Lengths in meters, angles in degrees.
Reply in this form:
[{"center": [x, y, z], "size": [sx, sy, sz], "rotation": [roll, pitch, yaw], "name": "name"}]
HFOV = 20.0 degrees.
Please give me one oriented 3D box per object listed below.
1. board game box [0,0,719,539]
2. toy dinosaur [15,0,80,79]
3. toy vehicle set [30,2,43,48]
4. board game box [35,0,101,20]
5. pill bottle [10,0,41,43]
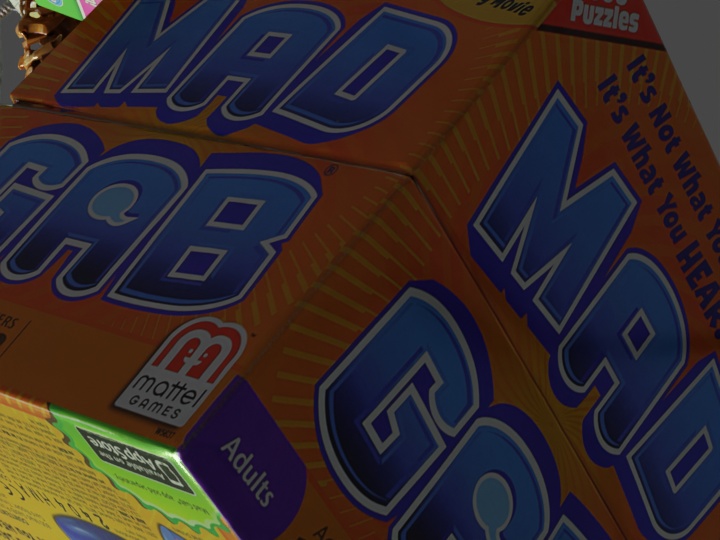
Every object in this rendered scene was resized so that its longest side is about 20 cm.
[{"center": [-0.009, 0.029, 0.659], "size": [0.199, 0.200, 0.200], "rotation": [13, 144, 46], "name": "board game box"}, {"center": [-0.125, -0.150, 1.042], "size": [0.102, 0.135, 0.202], "rotation": [33, -122, -64], "name": "toy dinosaur"}, {"center": [-0.085, -0.075, 1.124], "size": [0.026, 0.124, 0.201], "rotation": [-36, 79, 53], "name": "toy vehicle set"}, {"center": [-0.058, -0.127, 0.776], "size": [0.199, 0.041, 0.153], "rotation": [22, 161, 21], "name": "board game box"}, {"center": [-0.175, -0.203, 1.267], "size": [0.201, 0.112, 0.112], "rotation": [55, 173, -8], "name": "pill bottle"}]
